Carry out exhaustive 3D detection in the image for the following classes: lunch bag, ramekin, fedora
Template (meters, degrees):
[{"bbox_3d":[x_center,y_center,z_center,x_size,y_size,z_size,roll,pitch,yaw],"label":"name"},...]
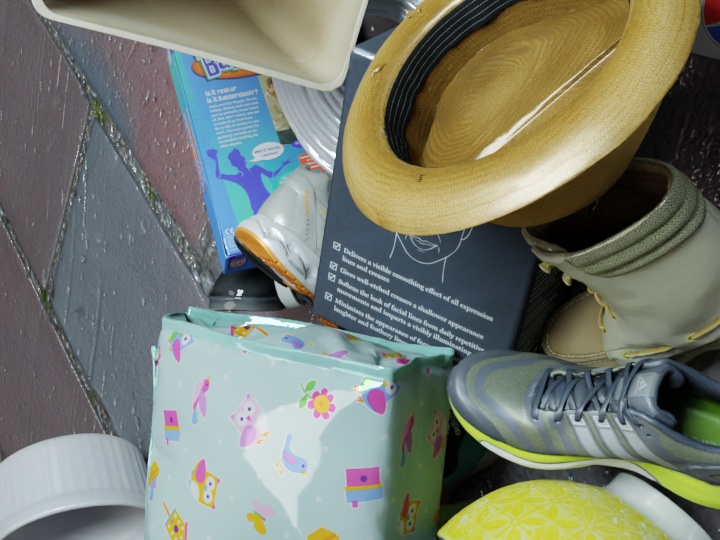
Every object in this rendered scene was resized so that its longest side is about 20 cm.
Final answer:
[{"bbox_3d":[-0.052,0.118,0.760,0.200,0.122,0.171,8,97,28],"label":"lunch bag"},{"bbox_3d":[-0.330,0.270,1.351,0.201,0.200,0.098,-53,45,43],"label":"ramekin"},{"bbox_3d":[0.087,-0.084,0.600,0.200,0.082,0.201,-23,47,27],"label":"fedora"}]

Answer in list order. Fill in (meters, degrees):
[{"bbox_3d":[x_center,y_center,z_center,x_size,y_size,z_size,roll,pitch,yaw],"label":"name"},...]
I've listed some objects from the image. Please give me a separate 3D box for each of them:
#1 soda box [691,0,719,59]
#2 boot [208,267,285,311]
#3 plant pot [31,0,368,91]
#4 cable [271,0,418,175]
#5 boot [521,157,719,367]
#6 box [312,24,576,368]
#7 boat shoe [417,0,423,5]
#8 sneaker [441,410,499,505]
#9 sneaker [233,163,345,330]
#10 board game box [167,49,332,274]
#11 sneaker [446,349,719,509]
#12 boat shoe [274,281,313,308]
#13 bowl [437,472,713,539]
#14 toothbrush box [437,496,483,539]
[{"bbox_3d":[0.241,-0.131,0.610,0.200,0.068,0.064,32,118,49],"label":"soda box"},{"bbox_3d":[-0.093,-0.069,1.030,0.165,0.065,0.201,-46,-43,-83],"label":"boot"},{"bbox_3d":[-0.104,-0.251,0.758,0.177,0.200,0.200,43,118,58],"label":"plant pot"},{"bbox_3d":[0.022,-0.153,0.850,0.200,0.069,0.200,44,130,2],"label":"cable"},{"bbox_3d":[0.145,0.004,0.677,0.200,0.154,0.072,-20,52,50],"label":"boot"},{"bbox_3d":[0.067,-0.044,0.766,0.148,0.107,0.200,26,126,22],"label":"box"},{"bbox_3d":[0.108,-0.179,0.690,0.200,0.057,0.069,-2,74,58],"label":"boat shoe"},{"bbox_3d":[0.033,0.163,0.921,0.071,0.080,0.200,61,138,30],"label":"sneaker"},{"bbox_3d":[0.000,0.000,0.900,0.092,0.200,0.076,-54,36,-11],"label":"sneaker"},{"bbox_3d":[-0.062,-0.110,0.964,0.045,0.152,0.200,115,141,-69],"label":"board game box"},{"bbox_3d":[0.148,0.076,0.677,0.081,0.200,0.074,80,-157,-56],"label":"sneaker"},{"bbox_3d":[-0.037,-0.066,1.016,0.060,0.076,0.200,-7,76,17],"label":"boat shoe"},{"bbox_3d":[0.155,0.189,0.714,0.108,0.200,0.200,-47,41,-9],"label":"bowl"},{"bbox_3d":[0.066,0.275,0.834,0.086,0.145,0.200,-55,52,41],"label":"toothbrush box"}]
